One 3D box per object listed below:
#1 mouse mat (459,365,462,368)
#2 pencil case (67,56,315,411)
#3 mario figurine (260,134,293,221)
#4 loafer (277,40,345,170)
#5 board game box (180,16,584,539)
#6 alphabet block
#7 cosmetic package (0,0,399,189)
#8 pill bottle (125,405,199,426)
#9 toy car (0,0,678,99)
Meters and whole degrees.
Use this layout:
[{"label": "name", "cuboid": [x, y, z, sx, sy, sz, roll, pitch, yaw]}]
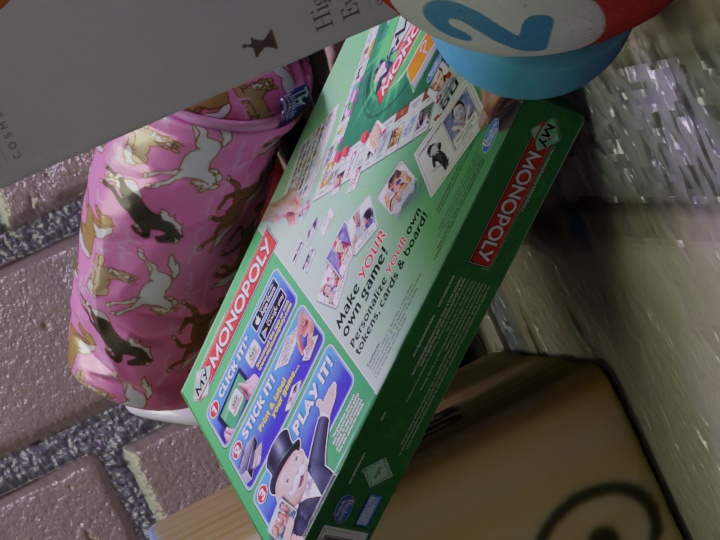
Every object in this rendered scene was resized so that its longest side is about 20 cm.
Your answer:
[{"label": "mouse mat", "cuboid": [0.041, 0.056, 1.019, 0.200, 0.008, 0.161, 68, 171, -14]}, {"label": "pencil case", "cuboid": [-0.078, -0.023, 0.758, 0.200, 0.086, 0.083, 111, 173, -45]}, {"label": "mario figurine", "cuboid": [-0.067, -0.063, 0.899, 0.124, 0.106, 0.200, 68, 169, -25]}, {"label": "loafer", "cuboid": [-0.027, -0.095, 0.792, 0.072, 0.063, 0.200, -23, 97, 45]}, {"label": "board game box", "cuboid": [0.000, 0.000, 0.660, 0.200, 0.029, 0.135, -64, 31, 18]}, {"label": "alphabet block", "cuboid": [0.035, 0.165, 0.780, 0.196, 0.200, 0.196, 66, 171, -5]}, {"label": "cosmetic package", "cuboid": [-0.061, -0.113, 0.561, 0.074, 0.200, 0.102, 54, 167, 49]}, {"label": "pill bottle", "cuboid": [-0.078, -0.009, 1.039, 0.113, 0.113, 0.200, -178, 94, -80]}, {"label": "toy car", "cuboid": [-0.031, -0.108, 0.405, 0.177, 0.200, 0.184, 62, 171, 12]}]
